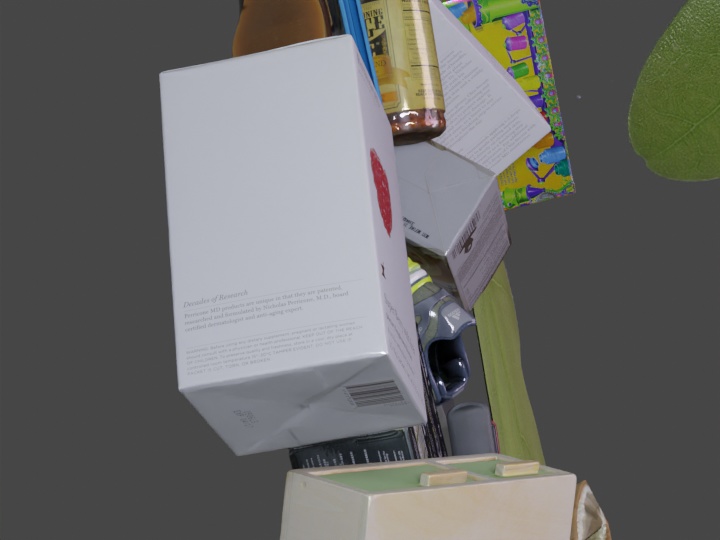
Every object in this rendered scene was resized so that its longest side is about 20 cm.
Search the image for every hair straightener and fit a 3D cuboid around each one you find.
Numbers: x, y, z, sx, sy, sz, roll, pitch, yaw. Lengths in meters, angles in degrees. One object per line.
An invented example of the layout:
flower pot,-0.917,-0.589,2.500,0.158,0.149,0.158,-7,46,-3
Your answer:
hair straightener,0.086,0.187,1.449,0.077,0.041,0.200,66,21,-58

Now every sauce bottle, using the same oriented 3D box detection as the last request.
sauce bottle,0.020,-0.195,1.465,0.066,0.066,0.201,29,51,-79

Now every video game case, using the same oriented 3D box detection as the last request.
video game case,-0.004,-0.124,1.399,0.143,0.018,0.200,92,-12,-62

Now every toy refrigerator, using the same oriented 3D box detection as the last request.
toy refrigerator,0.046,0.157,1.264,0.200,0.076,0.070,2,96,-45

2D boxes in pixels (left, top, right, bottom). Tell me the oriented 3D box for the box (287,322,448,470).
box,0.017,0.164,1.408,0.164,0.086,0.200,-83,161,-65

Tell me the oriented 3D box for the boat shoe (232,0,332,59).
boat shoe,-0.052,-0.178,1.398,0.070,0.070,0.200,60,21,-56

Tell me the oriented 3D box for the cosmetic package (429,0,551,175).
cosmetic package,0.057,-0.151,1.590,0.200,0.101,0.071,40,14,-46

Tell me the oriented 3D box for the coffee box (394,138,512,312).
coffee box,0.049,-0.042,1.574,0.080,0.114,0.200,-59,166,-9

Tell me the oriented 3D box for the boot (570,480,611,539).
boot,0.104,0.210,1.540,0.066,0.200,0.176,27,46,-39

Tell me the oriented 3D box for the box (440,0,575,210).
box,0.070,-0.155,1.734,0.122,0.192,0.201,-107,-176,-67

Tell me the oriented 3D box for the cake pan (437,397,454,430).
cake pan,0.061,0.075,1.982,0.200,0.037,0.201,-10,90,-82

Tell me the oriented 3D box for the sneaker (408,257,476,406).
sneaker,0.038,0.087,1.504,0.074,0.081,0.200,-35,147,-36

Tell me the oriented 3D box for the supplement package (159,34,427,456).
supplement package,-0.039,-0.013,1.128,0.121,0.119,0.201,60,21,-64
